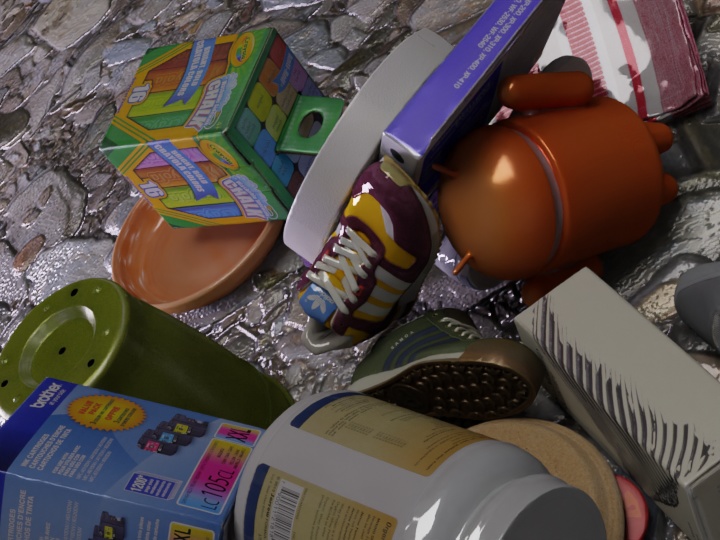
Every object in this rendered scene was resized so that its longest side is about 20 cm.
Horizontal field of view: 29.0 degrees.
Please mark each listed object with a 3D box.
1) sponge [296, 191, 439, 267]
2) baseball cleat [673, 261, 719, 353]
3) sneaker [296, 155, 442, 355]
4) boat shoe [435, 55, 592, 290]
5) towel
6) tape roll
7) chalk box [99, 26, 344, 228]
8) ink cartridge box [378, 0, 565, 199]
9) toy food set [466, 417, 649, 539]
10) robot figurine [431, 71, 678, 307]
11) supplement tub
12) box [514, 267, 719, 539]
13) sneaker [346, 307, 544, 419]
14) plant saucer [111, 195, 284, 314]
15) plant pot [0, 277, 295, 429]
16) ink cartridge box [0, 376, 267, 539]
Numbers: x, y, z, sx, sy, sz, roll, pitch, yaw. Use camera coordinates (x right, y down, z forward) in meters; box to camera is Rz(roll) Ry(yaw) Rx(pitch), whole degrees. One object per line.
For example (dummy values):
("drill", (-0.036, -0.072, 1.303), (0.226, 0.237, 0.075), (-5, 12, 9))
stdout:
("sponge", (0.034, -0.079, 1.225), (0.111, 0.030, 0.201), (15, 63, 43))
("baseball cleat", (0.261, 0.053, 0.880), (0.106, 0.070, 0.199), (-30, 33, -30))
("sneaker", (0.000, 0.000, 1.026), (0.090, 0.201, 0.075), (-33, 66, -23))
("boat shoe", (0.119, -0.083, 1.117), (0.068, 0.072, 0.202), (24, 92, 46))
("towel", (0.179, -0.166, 1.156), (0.198, 0.023, 0.146), (-21, 65, 22))
("tape roll", (0.011, -0.094, 1.098), (0.037, 0.203, 0.204), (35, 75, 8))
("chalk box", (-0.108, -0.127, 1.249), (0.198, 0.124, 0.126), (-4, 52, 35))
("ink cartridge box", (0.086, -0.144, 1.033), (0.043, 0.200, 0.199), (37, 75, 6))
("toy food set", (0.091, 0.186, 0.925), (0.197, 0.049, 0.200), (-39, 39, 2))
("robot figurine", (0.139, -0.062, 1.019), (0.198, 0.145, 0.117), (-17, 55, -29))
("supplement tub", (0.034, 0.162, 0.841), (0.199, 0.145, 0.145), (14, 63, 44))
("box", (0.186, 0.087, 0.909), (0.068, 0.083, 0.200), (-34, 38, -7))
("sneaker", (0.064, 0.060, 1.021), (0.199, 0.067, 0.090), (-20, 34, 50))
("plant saucer", (-0.147, -0.038, 1.323), (0.198, 0.038, 0.202), (-21, 44, 21))
("plant pot", (-0.180, 0.113, 1.091), (0.199, 0.193, 0.202), (-21, 44, 22))
("ink cartridge box", (-0.172, 0.142, 0.920), (0.197, 0.077, 0.137), (11, 21, 5))
